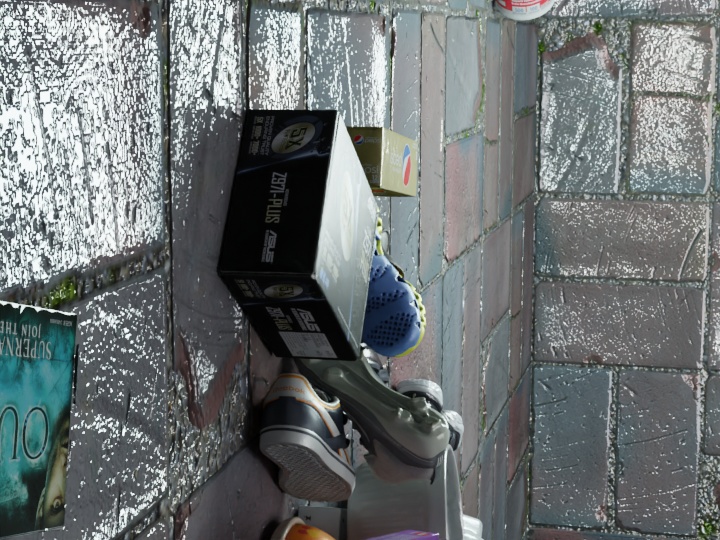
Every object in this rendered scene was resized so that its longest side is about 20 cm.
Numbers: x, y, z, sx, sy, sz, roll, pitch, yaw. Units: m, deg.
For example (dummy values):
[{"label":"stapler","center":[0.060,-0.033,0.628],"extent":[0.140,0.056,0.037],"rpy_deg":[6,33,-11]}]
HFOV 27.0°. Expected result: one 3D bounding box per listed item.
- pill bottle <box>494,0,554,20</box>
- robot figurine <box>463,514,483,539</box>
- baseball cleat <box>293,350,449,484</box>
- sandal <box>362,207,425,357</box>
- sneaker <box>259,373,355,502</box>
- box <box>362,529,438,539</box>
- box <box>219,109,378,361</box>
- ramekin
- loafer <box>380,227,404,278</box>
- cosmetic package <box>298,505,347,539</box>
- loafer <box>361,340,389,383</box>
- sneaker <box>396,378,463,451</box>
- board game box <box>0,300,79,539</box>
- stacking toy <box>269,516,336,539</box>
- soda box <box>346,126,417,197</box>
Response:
[{"label":"pill bottle","center":[0.284,-0.549,2.654],"extent":[0.200,0.112,0.112],"rpy_deg":[74,23,-53]},{"label":"robot figurine","center":[0.125,0.448,2.147],"extent":[0.170,0.113,0.200],"rpy_deg":[125,-21,-55]},{"label":"baseball cleat","center":[0.001,0.142,1.470],"extent":[0.070,0.200,0.107],"rpy_deg":[-20,132,-37]},{"label":"sandal","center":[0.000,0.000,1.542],"extent":[0.200,0.079,0.087],"rpy_deg":[63,13,23]},{"label":"sneaker","center":[-0.046,0.163,1.443],"extent":[0.200,0.078,0.079],"rpy_deg":[73,19,-63]},{"label":"box","center":[-0.005,0.308,1.304],"extent":[0.200,0.039,0.137],"rpy_deg":[0,89,-49]},{"label":"box","center":[-0.050,-0.028,1.375],"extent":[0.200,0.086,0.164],"rpy_deg":[66,29,-62]},{"label":"ramekin","center":[0.050,0.285,1.573],"extent":[0.200,0.105,0.200],"rpy_deg":[-5,90,-82]},{"label":"loafer","center":[0.014,0.009,1.685],"extent":[0.200,0.072,0.073],"rpy_deg":[-68,156,-57]},{"label":"cosmetic package","center":[-0.033,0.353,1.595],"extent":[0.151,0.052,0.200],"rpy_deg":[35,58,-72]},{"label":"loafer","center":[-0.013,0.092,1.621],"extent":[0.200,0.072,0.063],"rpy_deg":[46,31,-77]},{"label":"sneaker","center":[0.087,0.234,2.043],"extent":[0.200,0.075,0.114],"rpy_deg":[61,34,-56]},{"label":"board game box","center":[-0.211,0.083,0.831],"extent":[0.200,0.028,0.135],"rpy_deg":[22,70,-76]},{"label":"stacking toy","center":[0.010,0.316,1.439],"extent":[0.146,0.200,0.146],"rpy_deg":[2,90,-77]},{"label":"soda box","center":[0.015,-0.121,1.685],"extent":[0.200,0.064,0.068],"rpy_deg":[1,92,-77]}]
